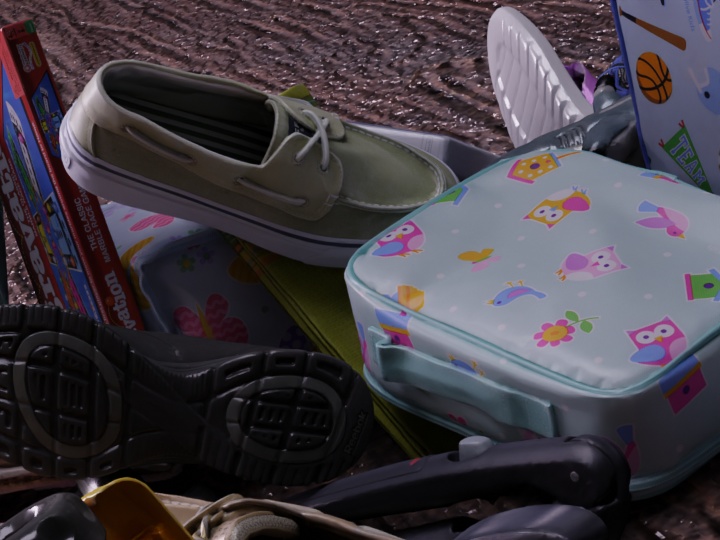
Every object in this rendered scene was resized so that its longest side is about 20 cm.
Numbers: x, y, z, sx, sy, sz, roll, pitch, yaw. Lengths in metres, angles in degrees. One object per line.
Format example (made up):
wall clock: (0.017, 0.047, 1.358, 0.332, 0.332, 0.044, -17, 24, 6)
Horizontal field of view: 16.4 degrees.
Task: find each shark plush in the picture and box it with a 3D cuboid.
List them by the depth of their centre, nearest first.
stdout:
shark plush: (0.143, -0.086, 1.285, 0.083, 0.091, 0.200, 24, 67, 43)

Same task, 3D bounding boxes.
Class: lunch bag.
lunch bag: (0.096, 0.023, 1.140, 0.160, 0.077, 0.200, -35, 38, -29)
lunch bag: (0.198, -0.083, 1.170, 0.076, 0.200, 0.160, -24, 16, -29)
lunch bag: (-0.046, 0.007, 1.324, 0.200, 0.127, 0.170, -22, 15, -24)

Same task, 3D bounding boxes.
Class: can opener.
can opener: (0.032, 0.104, 1.068, 0.200, 0.063, 0.079, -8, -4, 44)

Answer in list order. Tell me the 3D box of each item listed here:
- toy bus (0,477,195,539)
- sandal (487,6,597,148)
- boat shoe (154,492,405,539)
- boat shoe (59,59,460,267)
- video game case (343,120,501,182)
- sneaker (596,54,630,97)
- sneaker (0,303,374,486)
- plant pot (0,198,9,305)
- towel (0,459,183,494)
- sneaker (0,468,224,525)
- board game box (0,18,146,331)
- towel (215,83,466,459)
toy bus: (-0.157, 0.187, 0.990, 0.200, 0.136, 0.192, -39, 9, -29)
sandal: (0.126, -0.075, 1.387, 0.050, 0.082, 0.203, -12, 43, -18)
boat shoe: (-0.045, 0.120, 1.025, 0.200, 0.065, 0.072, 13, 50, 28)
boat shoe: (-0.042, -0.051, 1.189, 0.200, 0.072, 0.062, 9, -30, -15)
video game case: (-0.009, -0.069, 1.411, 0.182, 0.023, 0.200, 9, 1, 19)
sneaker: (0.176, -0.086, 1.424, 0.078, 0.075, 0.200, -32, 11, 2)
sneaker: (-0.097, 0.059, 1.131, 0.200, 0.076, 0.091, 11, 0, -7)
plant pot: (-0.270, -0.025, 1.321, 0.200, 0.200, 0.196, -23, 39, 2)
towel: (-0.167, 0.096, 1.248, 0.132, 0.034, 0.200, -3, -4, -13)
sneaker: (-0.132, 0.132, 1.147, 0.200, 0.074, 0.087, -2, 46, 35)
board game box: (-0.151, -0.021, 1.253, 0.019, 0.200, 0.103, -21, 3, -22)
towel: (0.000, 0.000, 1.221, 0.086, 0.200, 0.018, -34, -13, -27)
